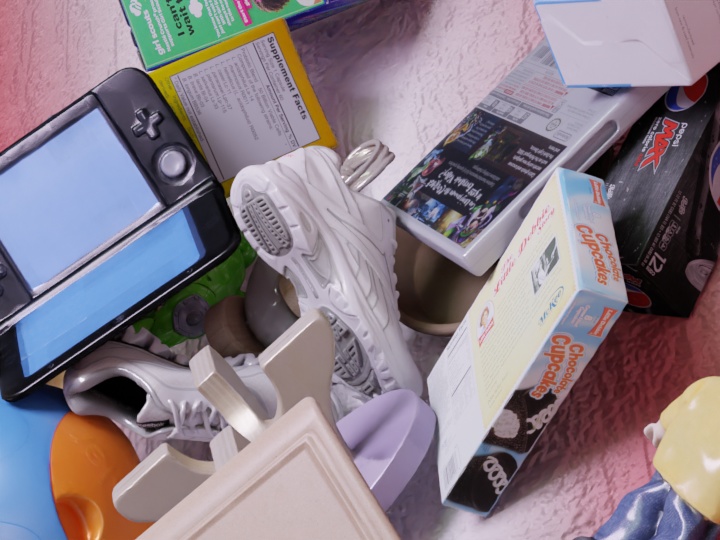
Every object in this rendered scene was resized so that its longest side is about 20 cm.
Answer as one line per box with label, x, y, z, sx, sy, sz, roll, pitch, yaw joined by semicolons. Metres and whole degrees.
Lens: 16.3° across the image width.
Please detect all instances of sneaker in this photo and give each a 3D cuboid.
sneaker;0.000;0.000;1.713;0.099;0.200;0.078;-33;9;-35
sneaker;-0.112;0.094;1.741;0.081;0.199;0.075;-68;-11;-68

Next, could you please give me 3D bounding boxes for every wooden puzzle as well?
wooden puzzle;-0.050;0.202;1.464;0.185;0.037;0.200;-40;57;13

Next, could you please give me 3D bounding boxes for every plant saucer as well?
plant saucer;0.099;-0.034;1.753;0.200;0.029;0.201;-30;38;26

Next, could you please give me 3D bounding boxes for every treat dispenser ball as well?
treat dispenser ball;-0.244;0.179;1.766;0.200;0.201;0.201;-29;38;26

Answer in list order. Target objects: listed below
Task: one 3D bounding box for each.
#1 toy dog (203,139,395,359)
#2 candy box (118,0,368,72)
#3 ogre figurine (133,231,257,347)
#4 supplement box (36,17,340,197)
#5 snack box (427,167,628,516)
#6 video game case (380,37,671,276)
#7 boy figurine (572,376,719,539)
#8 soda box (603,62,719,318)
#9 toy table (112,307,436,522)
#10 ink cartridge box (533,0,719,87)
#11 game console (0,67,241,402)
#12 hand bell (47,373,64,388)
toy dog;-0.032;0.007;1.827;0.132;0.096;0.200;-15;32;47
candy box;-0.065;-0.231;2.014;0.200;0.077;0.169;-18;3;37
ogre figurine;-0.142;0.018;1.900;0.120;0.098;0.200;-21;4;31
supplement box;-0.136;-0.099;1.910;0.199;0.109;0.109;-24;3;-16
snack box;0.102;0.046;1.584;0.116;0.037;0.200;-95;27;-48
video game case;0.108;-0.083;1.706;0.182;0.023;0.200;-44;20;-4
boy figurine;0.210;0.110;1.456;0.200;0.064;0.124;-48;34;-1
soda box;0.213;-0.070;1.630;0.071;0.063;0.200;5;61;50
toy table;-0.060;0.127;1.635;0.200;0.117;0.184;-47;21;-3
ink cartridge box;0.223;-0.196;1.635;0.116;0.068;0.200;4;34;49
game console;-0.200;-0.029;1.763;0.200;0.176;0.116;-34;-7;3
hand bell;-0.315;0.097;2.055;0.200;0.104;0.104;-6;50;61
